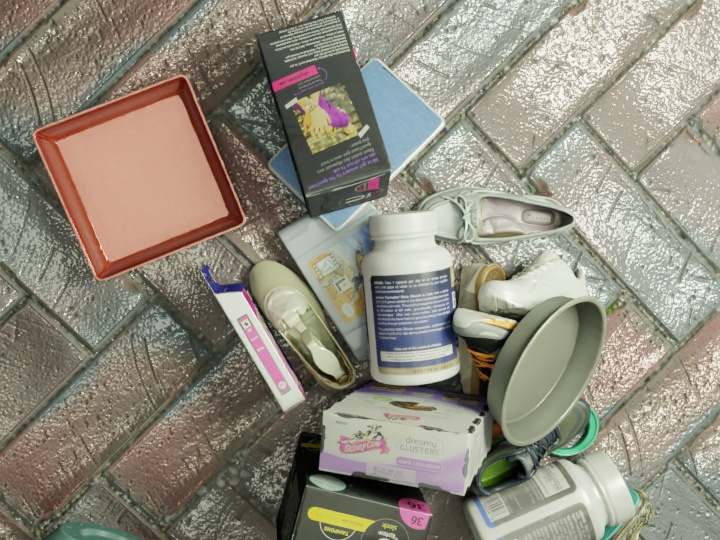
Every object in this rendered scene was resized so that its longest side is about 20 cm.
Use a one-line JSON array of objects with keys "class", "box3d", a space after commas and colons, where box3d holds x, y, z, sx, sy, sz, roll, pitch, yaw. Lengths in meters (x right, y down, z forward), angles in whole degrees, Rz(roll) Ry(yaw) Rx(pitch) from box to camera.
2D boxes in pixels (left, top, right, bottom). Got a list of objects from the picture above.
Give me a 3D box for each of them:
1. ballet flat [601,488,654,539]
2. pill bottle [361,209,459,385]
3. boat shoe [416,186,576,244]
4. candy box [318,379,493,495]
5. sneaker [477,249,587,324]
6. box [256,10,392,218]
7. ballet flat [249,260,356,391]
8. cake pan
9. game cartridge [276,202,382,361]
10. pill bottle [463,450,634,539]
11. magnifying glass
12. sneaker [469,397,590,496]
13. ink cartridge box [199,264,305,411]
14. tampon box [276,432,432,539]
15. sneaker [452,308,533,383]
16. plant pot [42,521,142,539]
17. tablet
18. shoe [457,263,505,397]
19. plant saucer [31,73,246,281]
[{"class": "ballet flat", "box3d": [0.327, 0.385, 1.097, 0.200, 0.068, 0.075, -41, 114, -3]}, {"class": "pill bottle", "box3d": [0.059, 0.030, 0.970, 0.111, 0.111, 0.200, -6, 96, -6]}, {"class": "boat shoe", "box3d": [0.173, -0.069, 1.030, 0.202, 0.065, 0.074, 3, 95, -7]}, {"class": "candy box", "box3d": [0.062, 0.191, 0.952, 0.168, 0.200, 0.072, 7, 94, 17]}, {"class": "sneaker", "box3d": [0.220, 0.020, 1.023, 0.200, 0.078, 0.099, 10, 77, -42]}, {"class": "box", "box3d": [-0.041, -0.179, 0.945, 0.106, 0.122, 0.200, -16, 83, -2]}, {"class": "ballet flat", "box3d": [-0.071, 0.073, 1.016, 0.069, 0.069, 0.200, -38, 98, -2]}, {"class": "cake pan", "box3d": [0.223, 0.115, 0.962, 0.200, 0.037, 0.200, -25, 130, -34]}, {"class": "game cartridge", "box3d": [0.000, 0.000, 1.034, 0.133, 0.042, 0.200, -32, 98, 2]}, {"class": "pill bottle", "box3d": [0.247, 0.318, 1.052, 0.200, 0.114, 0.114, -22, 97, -3]}, {"class": "magnifying glass", "box3d": [0.226, 0.216, 1.087, 0.200, 0.022, 0.080, -2, 96, -5]}, {"class": "sneaker", "box3d": [0.218, 0.233, 1.037, 0.200, 0.081, 0.074, -35, 100, -2]}, {"class": "ink cartridge box", "box3d": [-0.133, 0.075, 0.995, 0.037, 0.095, 0.200, -32, 98, -3]}, {"class": "tampon box", "box3d": [-0.016, 0.299, 0.977, 0.150, 0.200, 0.126, 15, 94, -8]}, {"class": "sneaker", "box3d": [0.170, 0.103, 0.980, 0.200, 0.078, 0.077, 33, 78, -46]}, {"class": "plant pot", "box3d": [-0.329, 0.401, 0.962, 0.200, 0.201, 0.161, 21, 80, -8]}, {"class": "tablet", "box3d": [-0.005, -0.159, 1.010, 0.130, 0.014, 0.200, 44, 86, 7]}, {"class": "shoe", "box3d": [0.155, 0.087, 1.055, 0.070, 0.053, 0.200, -7, 102, -46]}, {"class": "plant saucer", "box3d": [-0.269, -0.114, 0.991, 0.200, 0.037, 0.200, -22, 97, -5]}]
